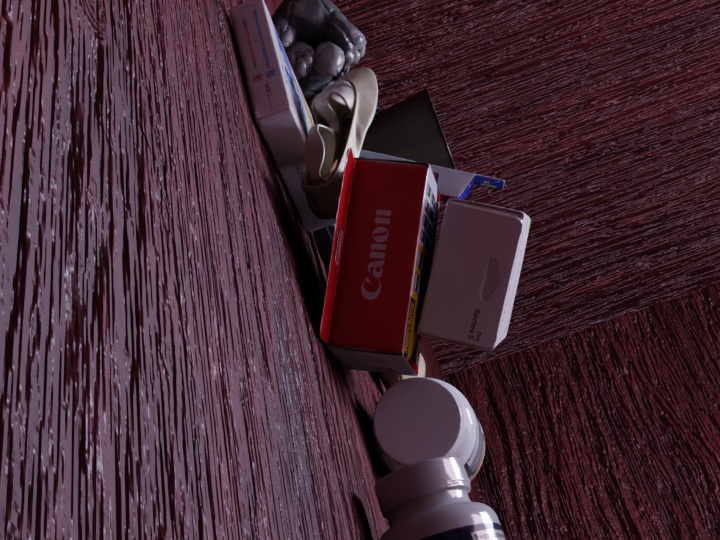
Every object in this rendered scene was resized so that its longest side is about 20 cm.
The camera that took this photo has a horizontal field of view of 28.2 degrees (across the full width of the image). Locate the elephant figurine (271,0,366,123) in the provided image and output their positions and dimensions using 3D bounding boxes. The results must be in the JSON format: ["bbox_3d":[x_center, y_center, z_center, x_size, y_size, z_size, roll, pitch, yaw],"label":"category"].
[{"bbox_3d":[-0.067,-0.258,1.873,0.141,0.155,0.200,28,-21,13],"label":"elephant figurine"}]

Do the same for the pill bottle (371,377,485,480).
[{"bbox_3d":[0.074,0.181,1.580,0.200,0.116,0.116,56,15,-73],"label":"pill bottle"}]

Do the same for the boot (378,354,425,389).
[{"bbox_3d":[0.036,0.068,1.918,0.155,0.073,0.200,65,9,-56],"label":"boot"}]

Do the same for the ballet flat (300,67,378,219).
[{"bbox_3d":[-0.027,-0.149,1.518,0.069,0.069,0.200,66,28,-54],"label":"ballet flat"}]

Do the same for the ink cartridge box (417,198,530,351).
[{"bbox_3d":[0.125,0.002,1.527,0.200,0.084,0.146,-2,105,-81],"label":"ink cartridge box"}]

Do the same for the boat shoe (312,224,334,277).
[{"bbox_3d":[0.000,0.000,1.635,0.062,0.073,0.200,111,-40,-54],"label":"boat shoe"}]

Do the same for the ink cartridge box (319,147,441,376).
[{"bbox_3d":[0.023,-0.006,1.461,0.176,0.084,0.200,55,42,-75],"label":"ink cartridge box"}]

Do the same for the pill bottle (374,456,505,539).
[{"bbox_3d":[0.079,0.268,1.232,0.111,0.111,0.200,62,10,-68],"label":"pill bottle"}]

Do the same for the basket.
[{"bbox_3d":[0.046,-0.196,2.416,0.136,0.200,0.180,64,7,-58],"label":"basket"}]

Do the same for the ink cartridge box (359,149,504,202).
[{"bbox_3d":[0.059,-0.103,1.596,0.095,0.200,0.037,29,71,-85],"label":"ink cartridge box"}]

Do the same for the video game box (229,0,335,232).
[{"bbox_3d":[-0.084,-0.172,1.599,0.200,0.047,0.182,66,9,-52],"label":"video game box"}]
